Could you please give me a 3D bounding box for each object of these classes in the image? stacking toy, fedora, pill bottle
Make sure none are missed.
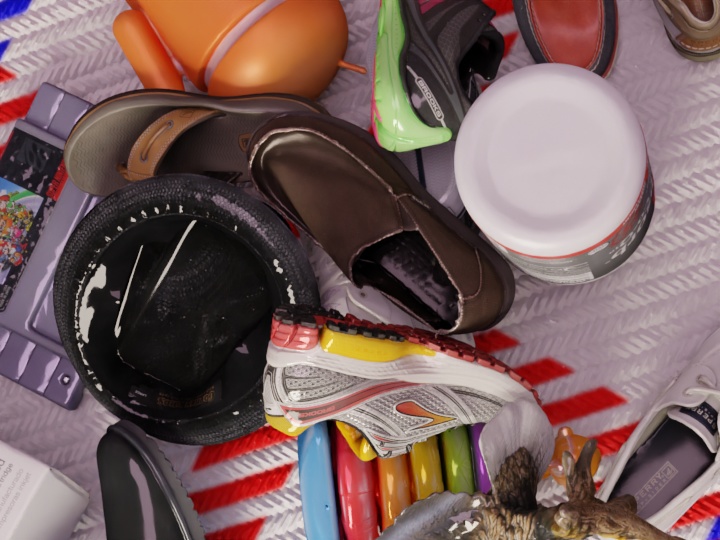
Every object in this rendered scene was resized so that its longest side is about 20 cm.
[{"bbox_3d":[0.059,0.131,1.319,0.198,0.110,0.117,-7,97,-1],"label":"stacking toy"},{"bbox_3d":[-0.105,0.015,1.343,0.199,0.092,0.202,7,114,16],"label":"fedora"},{"bbox_3d":[0.128,-0.053,1.270,0.115,0.200,0.117,-1,82,11],"label":"pill bottle"}]

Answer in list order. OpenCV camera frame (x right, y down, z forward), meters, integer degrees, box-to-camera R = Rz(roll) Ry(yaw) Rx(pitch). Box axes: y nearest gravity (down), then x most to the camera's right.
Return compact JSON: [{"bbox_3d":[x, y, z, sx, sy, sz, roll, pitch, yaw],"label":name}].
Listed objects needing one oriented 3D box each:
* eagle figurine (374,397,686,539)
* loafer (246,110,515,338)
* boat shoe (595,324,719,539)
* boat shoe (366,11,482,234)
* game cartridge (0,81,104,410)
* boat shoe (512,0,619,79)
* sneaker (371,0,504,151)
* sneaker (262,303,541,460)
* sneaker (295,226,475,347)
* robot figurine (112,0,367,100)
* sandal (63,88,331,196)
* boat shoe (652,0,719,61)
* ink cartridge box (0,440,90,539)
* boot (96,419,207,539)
[{"bbox_3d":[0.080,0.196,1.243,0.152,0.151,0.200,46,120,-6],"label":"eagle figurine"},{"bbox_3d":[0.008,-0.030,1.264,0.199,0.071,0.073,34,115,10],"label":"loafer"},{"bbox_3d":[0.219,0.098,1.301,0.072,0.066,0.200,44,92,13],"label":"boat shoe"},{"bbox_3d":[0.048,-0.108,1.362,0.072,0.071,0.202,-11,61,22],"label":"boat shoe"},{"bbox_3d":[-0.215,-0.019,1.418,0.129,0.038,0.201,25,88,9],"label":"game cartridge"},{"bbox_3d":[0.132,-0.222,1.363,0.071,0.063,0.202,-8,82,8],"label":"boat shoe"},{"bbox_3d":[0.052,-0.156,1.308,0.083,0.077,0.201,5,58,0],"label":"sneaker"},{"bbox_3d":[0.023,0.077,1.254,0.199,0.078,0.083,12,98,-29],"label":"sneaker"},{"bbox_3d":[0.000,0.000,1.335,0.075,0.099,0.201,-42,74,35],"label":"sneaker"},{"bbox_3d":[-0.089,-0.182,1.373,0.200,0.143,0.117,50,132,13],"label":"robot figurine"},{"bbox_3d":[-0.111,-0.074,1.336,0.198,0.082,0.055,1,41,18],"label":"sandal"},{"bbox_3d":[0.208,-0.242,1.347,0.074,0.068,0.201,-22,79,7],"label":"boat shoe"},{"bbox_3d":[-0.308,0.165,1.358,0.199,0.084,0.146,23,76,22],"label":"ink cartridge box"},{"bbox_3d":[-0.193,0.213,1.301,0.199,0.066,0.166,-29,93,-27],"label":"boot"}]
